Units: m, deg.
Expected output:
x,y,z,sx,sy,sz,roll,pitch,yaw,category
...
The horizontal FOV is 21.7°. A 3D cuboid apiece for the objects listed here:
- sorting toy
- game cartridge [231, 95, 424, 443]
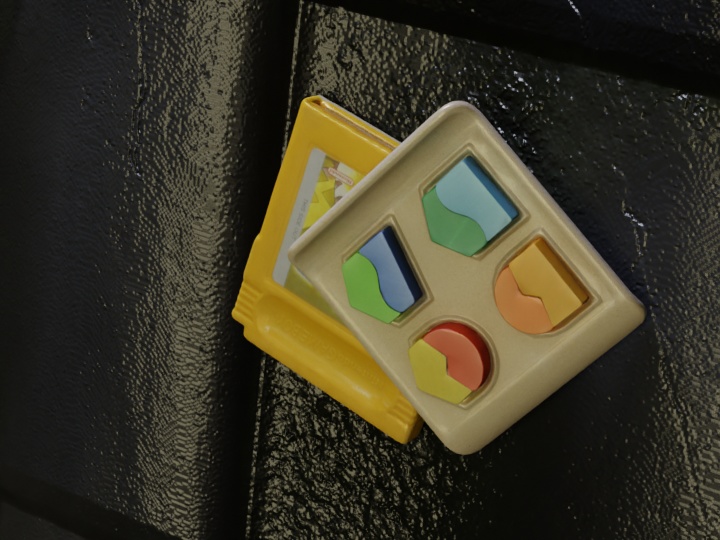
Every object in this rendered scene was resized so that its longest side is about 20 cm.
x,y,z,sx,sy,sz,roll,pitch,yaw,category
0.068,0.012,1.294,0.200,0.036,0.185,48,119,-2,sorting toy
0.000,0.000,1.374,0.176,0.032,0.201,32,117,23,game cartridge
